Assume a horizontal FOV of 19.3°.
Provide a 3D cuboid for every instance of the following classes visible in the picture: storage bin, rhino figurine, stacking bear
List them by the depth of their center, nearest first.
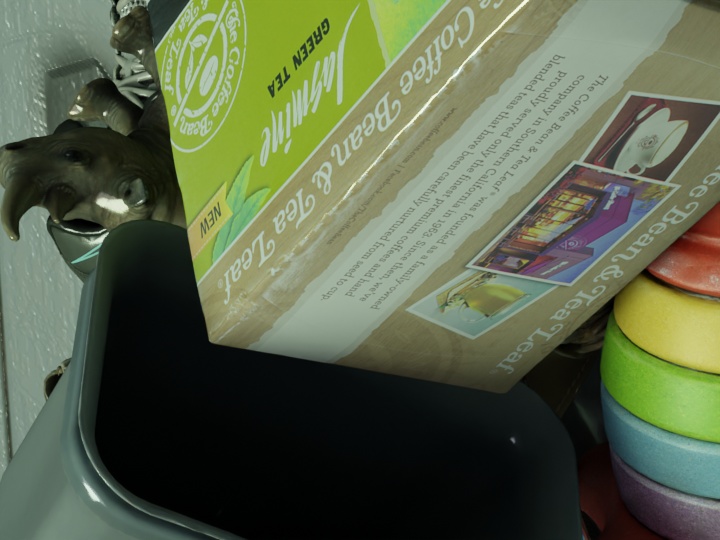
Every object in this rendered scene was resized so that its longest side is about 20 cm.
[{"bbox_3d":[-0.037,0.102,0.758,0.134,0.199,0.146,-49,28,38],"label":"storage bin"},{"bbox_3d":[0.136,0.014,0.768,0.112,0.122,0.202,1,114,5],"label":"stacking bear"},{"bbox_3d":[-0.064,-0.054,0.800,0.087,0.200,0.060,39,131,14],"label":"rhino figurine"}]

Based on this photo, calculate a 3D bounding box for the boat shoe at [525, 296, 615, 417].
[{"bbox_3d":[0.074,0.002,0.843,0.065,0.071,0.201,-103,19,-54],"label":"boat shoe"}]

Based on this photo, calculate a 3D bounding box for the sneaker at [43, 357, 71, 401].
[{"bbox_3d":[-0.062,0.059,1.026,0.199,0.106,0.075,-1,110,49],"label":"sneaker"}]

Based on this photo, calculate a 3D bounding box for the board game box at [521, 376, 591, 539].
[{"bbox_3d":[0.048,0.130,0.869,0.102,0.019,0.201,-19,113,9],"label":"board game box"}]

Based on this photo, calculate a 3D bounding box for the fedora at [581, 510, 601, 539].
[{"bbox_3d":[0.023,0.150,0.951,0.176,0.090,0.201,-12,109,34],"label":"fedora"}]

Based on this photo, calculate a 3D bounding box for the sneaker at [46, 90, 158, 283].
[{"bbox_3d":[-0.049,-0.052,0.903,0.200,0.076,0.079,-43,113,14],"label":"sneaker"}]

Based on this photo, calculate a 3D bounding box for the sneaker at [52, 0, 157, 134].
[{"bbox_3d":[-0.099,-0.100,0.967,0.075,0.115,0.202,-9,104,54],"label":"sneaker"}]

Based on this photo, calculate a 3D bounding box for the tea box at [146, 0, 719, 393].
[{"bbox_3d":[0.035,-0.098,0.714,0.200,0.133,0.198,-46,46,39],"label":"tea box"}]
